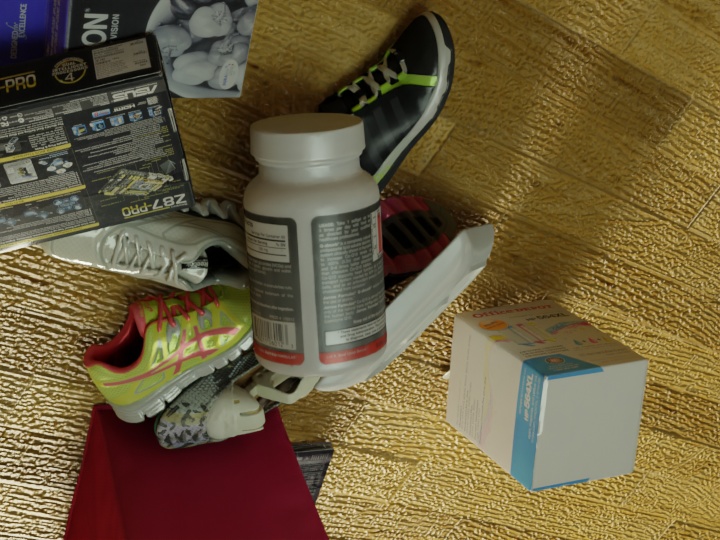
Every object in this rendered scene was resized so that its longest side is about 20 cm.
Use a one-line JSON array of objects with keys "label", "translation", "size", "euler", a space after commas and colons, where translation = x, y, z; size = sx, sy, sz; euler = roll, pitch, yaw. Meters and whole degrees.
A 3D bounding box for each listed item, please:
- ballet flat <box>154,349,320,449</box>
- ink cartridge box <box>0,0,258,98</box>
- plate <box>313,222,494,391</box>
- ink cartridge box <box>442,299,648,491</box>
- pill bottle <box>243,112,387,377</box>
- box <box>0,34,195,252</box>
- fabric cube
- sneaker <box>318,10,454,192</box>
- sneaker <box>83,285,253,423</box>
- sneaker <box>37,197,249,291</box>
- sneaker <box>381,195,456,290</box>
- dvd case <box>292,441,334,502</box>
[{"label": "ballet flat", "translation": [-0.098, 0.112, 1.334], "size": [0.199, 0.072, 0.073], "euler": [-32, 140, -31]}, {"label": "ink cartridge box", "translation": [-0.169, -0.208, 1.034], "size": [0.198, 0.044, 0.199], "euler": [-3, 140, -18]}, {"label": "plate", "translation": [0.052, 0.038, 1.346], "size": [0.200, 0.032, 0.199], "euler": [-46, 174, 11]}, {"label": "ink cartridge box", "translation": [0.179, 0.119, 1.470], "size": [0.127, 0.200, 0.127], "euler": [-6, 112, -26]}, {"label": "pill bottle", "translation": [-0.038, -0.023, 1.190], "size": [0.115, 0.116, 0.203], "euler": [-10, 107, -24]}, {"label": "box", "translation": [-0.234, -0.089, 1.087], "size": [0.198, 0.049, 0.162], "euler": [-14, 143, -5]}, {"label": "fabric cube", "translation": [-0.162, 0.267, 1.358], "size": [0.194, 0.200, 0.202], "euler": [1, 126, -25]}, {"label": "sneaker", "translation": [0.008, -0.134, 1.228], "size": [0.082, 0.072, 0.201], "euler": [12, 119, -35]}, {"label": "sneaker", "translation": [-0.162, 0.050, 1.279], "size": [0.200, 0.078, 0.090], "euler": [-41, 128, 2]}, {"label": "sneaker", "translation": [-0.173, -0.023, 1.207], "size": [0.198, 0.081, 0.076], "euler": [3, 127, -31]}, {"label": "sneaker", "translation": [0.000, 0.000, 1.348], "size": [0.199, 0.079, 0.096], "euler": [-29, 166, -17]}, {"label": "dvd case", "translation": [-0.120, 0.266, 1.528], "size": [0.147, 0.016, 0.202], "euler": [-1, 126, -30]}]
